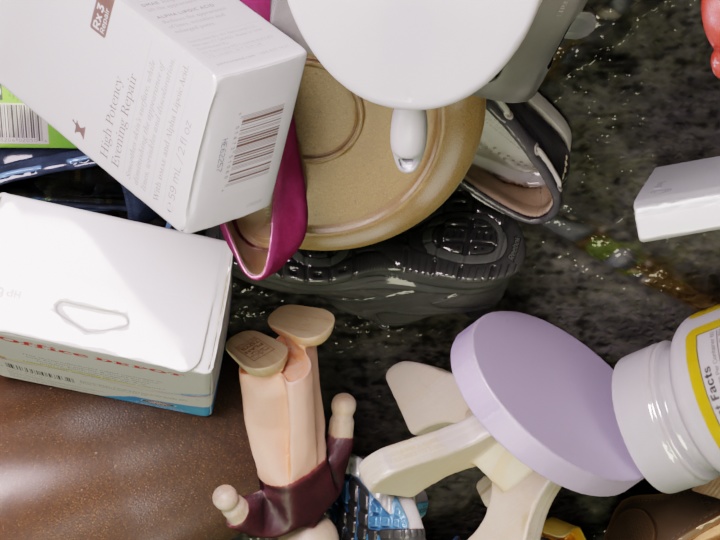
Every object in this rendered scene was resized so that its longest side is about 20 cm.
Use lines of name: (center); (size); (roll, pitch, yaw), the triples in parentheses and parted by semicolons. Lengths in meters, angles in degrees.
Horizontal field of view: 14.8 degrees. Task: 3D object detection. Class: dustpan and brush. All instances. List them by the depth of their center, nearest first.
dustpan and brush: (0.026, -0.112, 1.437); (0.139, 0.057, 0.201); (3, 133, 2)

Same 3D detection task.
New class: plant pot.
plant pot: (-0.029, -0.095, 1.584); (0.199, 0.028, 0.201); (4, 118, 7)
plant pot: (-0.150, 0.130, 1.833); (0.199, 0.187, 0.187); (-16, 140, -3)

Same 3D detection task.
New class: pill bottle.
pill bottle: (0.268, 0.066, 1.766); (0.199, 0.115, 0.114); (-23, 134, 28)

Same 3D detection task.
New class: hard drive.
hard drive: (0.265, -0.056, 1.621); (0.199, 0.132, 0.026); (-9, 99, 14)

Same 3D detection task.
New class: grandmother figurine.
grandmother figurine: (-0.043, 0.125, 1.763); (0.121, 0.061, 0.201); (-26, 128, -23)

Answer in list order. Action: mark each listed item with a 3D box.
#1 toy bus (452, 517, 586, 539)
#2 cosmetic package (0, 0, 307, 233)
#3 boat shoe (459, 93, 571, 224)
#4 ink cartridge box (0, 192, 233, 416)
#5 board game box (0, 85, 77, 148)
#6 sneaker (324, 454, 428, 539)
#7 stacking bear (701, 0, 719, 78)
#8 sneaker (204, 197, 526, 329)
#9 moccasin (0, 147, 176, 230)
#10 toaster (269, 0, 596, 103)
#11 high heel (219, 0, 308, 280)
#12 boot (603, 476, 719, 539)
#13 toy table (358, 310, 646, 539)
toy bus: (0.051, 0.253, 1.985); (0.191, 0.200, 0.136); (23, 154, 28)
cosmetic package: (-0.125, -0.118, 1.490); (0.074, 0.200, 0.102); (-19, 135, -43)
boat shoe: (0.050, -0.096, 1.624); (0.074, 0.061, 0.200); (-26, 132, 31)
ink cartridge box: (-0.152, 0.024, 1.684); (0.144, 0.085, 0.200); (12, 171, -1)
board game box: (-0.125, -0.116, 1.618); (0.199, 0.030, 0.096); (2, 123, 4)
sneaker: (0.014, 0.156, 1.871); (0.086, 0.200, 0.075); (6, 98, -22)
stacking bear: (0.209, -0.179, 1.408); (0.121, 0.201, 0.114); (-21, 135, 26)
sneaker: (0.000, 0.000, 1.737); (0.199, 0.076, 0.091); (8, 148, -2)
moccasin: (-0.136, -0.052, 1.679); (0.199, 0.068, 0.081); (1, 140, 3)
toaster: (0.046, -0.201, 1.454); (0.199, 0.119, 0.181); (14, 138, -13)
high heel: (-0.074, -0.096, 1.520); (0.067, 0.096, 0.201); (-6, 117, 11)
boot: (0.265, 0.187, 1.943); (0.155, 0.077, 0.200); (18, 122, -22)
toy table: (0.092, 0.111, 1.794); (0.117, 0.184, 0.200); (-39, 139, 25)
